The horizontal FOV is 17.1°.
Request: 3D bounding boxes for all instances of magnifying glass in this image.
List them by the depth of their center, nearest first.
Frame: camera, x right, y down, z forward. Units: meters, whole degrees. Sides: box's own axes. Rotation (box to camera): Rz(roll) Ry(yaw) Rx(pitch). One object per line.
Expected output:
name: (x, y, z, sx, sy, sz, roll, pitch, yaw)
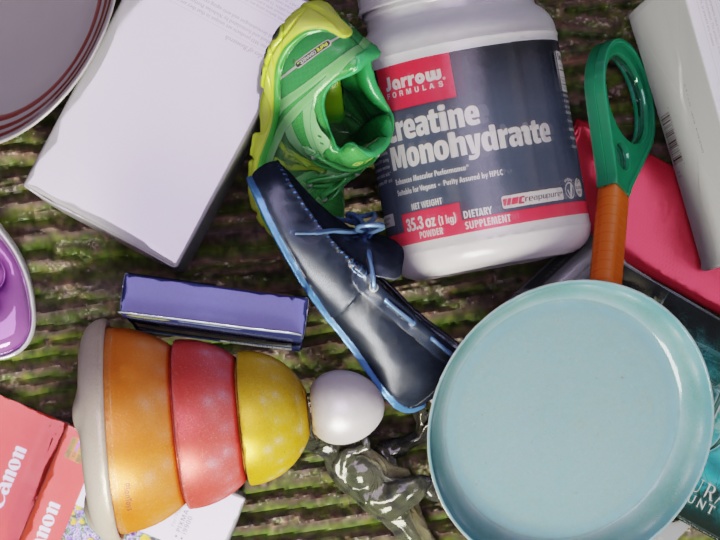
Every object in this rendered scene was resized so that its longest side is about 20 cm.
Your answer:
magnifying glass: (0.173, -0.070, 1.627, 0.022, 0.080, 0.201, -14, 52, 29)

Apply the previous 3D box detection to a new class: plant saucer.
plant saucer: (0.136, 0.101, 1.580, 0.199, 0.027, 0.201, -3, 104, -14)

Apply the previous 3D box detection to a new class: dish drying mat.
dish drying mat: (0.223, -0.028, 1.687, 0.199, 0.018, 0.077, 28, 86, -1)

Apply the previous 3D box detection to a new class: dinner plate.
dinner plate: (-0.234, -0.173, 1.624, 0.199, 0.024, 0.201, -15, 63, 32)

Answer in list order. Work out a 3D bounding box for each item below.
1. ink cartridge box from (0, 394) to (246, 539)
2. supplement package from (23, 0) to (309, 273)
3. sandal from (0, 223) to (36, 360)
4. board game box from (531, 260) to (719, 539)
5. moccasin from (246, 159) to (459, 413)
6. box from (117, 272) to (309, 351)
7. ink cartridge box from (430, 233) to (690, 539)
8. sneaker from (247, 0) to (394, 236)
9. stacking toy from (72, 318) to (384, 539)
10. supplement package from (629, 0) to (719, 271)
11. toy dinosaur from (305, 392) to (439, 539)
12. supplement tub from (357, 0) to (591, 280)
ink cartridge box: (-0.190, 0.167, 1.650, 0.199, 0.050, 0.109, 23, 87, -2)
supplement package: (-0.128, -0.113, 1.627, 0.119, 0.121, 0.201, 28, 87, -1)
sandal: (-0.290, -0.030, 1.654, 0.082, 0.050, 0.204, -24, 89, -2)
board game box: (0.224, 0.097, 1.642, 0.199, 0.028, 0.136, 29, 83, -19)
moccasin: (0.000, 0.000, 1.566, 0.068, 0.081, 0.200, -33, 118, 7)
box: (-0.095, 0.028, 1.583, 0.120, 0.200, 0.033, 8, 86, -2)
ink cartridge box: (0.161, 0.102, 1.659, 0.162, 0.057, 0.200, -42, 110, -16)
sneaker: (-0.024, -0.081, 1.575, 0.083, 0.201, 0.074, 31, 51, 26)
stacking toy: (-0.083, 0.099, 1.560, 0.199, 0.146, 0.147, -4, 88, -1)
supplement package: (0.314, -0.122, 1.619, 0.199, 0.147, 0.192, -15, 87, -8)
toy dinosaur: (0.031, 0.145, 1.661, 0.088, 0.047, 0.200, -41, 101, -9)
supplement tub: (0.074, -0.101, 1.623, 0.139, 0.140, 0.201, -10, 89, -2)
